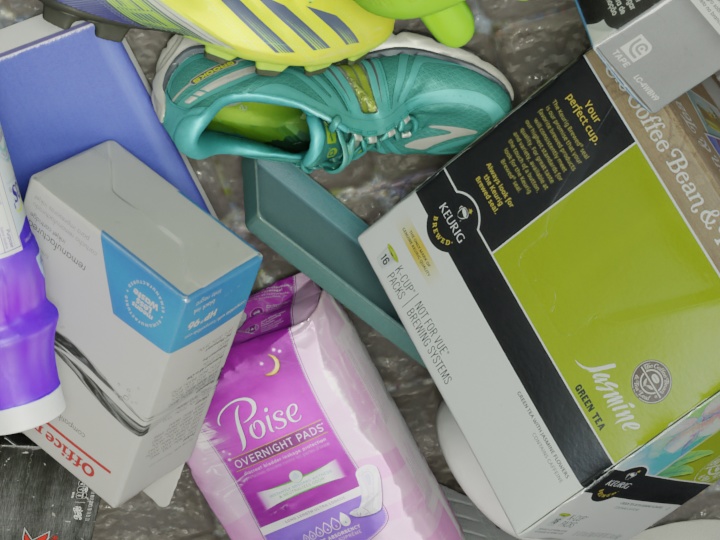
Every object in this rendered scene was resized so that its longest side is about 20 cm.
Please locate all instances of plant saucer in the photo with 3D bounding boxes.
[{"bbox_3d":[0.000,0.000,1.380,0.019,0.070,0.200,-32,131,24],"label":"plant saucer"}]

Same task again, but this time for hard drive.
[{"bbox_3d":[-0.164,-0.050,1.329,0.132,0.025,0.200,-20,133,6],"label":"hard drive"}]

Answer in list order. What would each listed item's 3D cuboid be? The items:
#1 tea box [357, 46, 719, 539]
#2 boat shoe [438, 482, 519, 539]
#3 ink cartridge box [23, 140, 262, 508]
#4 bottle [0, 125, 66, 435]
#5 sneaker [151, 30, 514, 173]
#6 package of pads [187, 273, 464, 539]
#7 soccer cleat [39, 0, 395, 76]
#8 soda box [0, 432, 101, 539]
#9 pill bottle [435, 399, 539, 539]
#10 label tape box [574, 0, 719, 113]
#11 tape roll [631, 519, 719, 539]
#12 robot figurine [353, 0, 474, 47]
[{"bbox_3d":[0.142,0.013,1.311,0.197,0.200,0.134,-38,154,22],"label":"tea box"},{"bbox_3d":[0.047,0.181,1.551,0.200,0.072,0.071,20,121,-29],"label":"boat shoe"},{"bbox_3d":[-0.140,0.045,1.317,0.068,0.116,0.200,-32,152,-46],"label":"ink cartridge box"},{"bbox_3d":[-0.199,-0.016,1.234,0.065,0.084,0.200,-17,104,-8],"label":"bottle"},{"bbox_3d":[-0.013,-0.080,1.298,0.200,0.080,0.078,1,131,-14],"label":"sneaker"},{"bbox_3d":[-0.031,0.111,1.417,0.120,0.076,0.200,-24,109,12],"label":"package of pads"},{"bbox_3d":[-0.070,-0.153,1.232,0.200,0.065,0.084,8,123,-19],"label":"soccer cleat"},{"bbox_3d":[-0.203,0.156,1.481,0.071,0.063,0.200,4,130,-15],"label":"soda box"},{"bbox_3d":[0.149,0.067,1.445,0.200,0.111,0.111,-40,128,22],"label":"pill bottle"},{"bbox_3d":[0.194,-0.190,1.198,0.200,0.143,0.066,-35,130,19],"label":"label tape box"},{"bbox_3d":[0.231,0.287,1.643,0.202,0.139,0.203,-6,132,-6],"label":"tape roll"},{"bbox_3d":[0.013,-0.203,1.165,0.175,0.116,0.200,-33,128,8],"label":"robot figurine"}]
